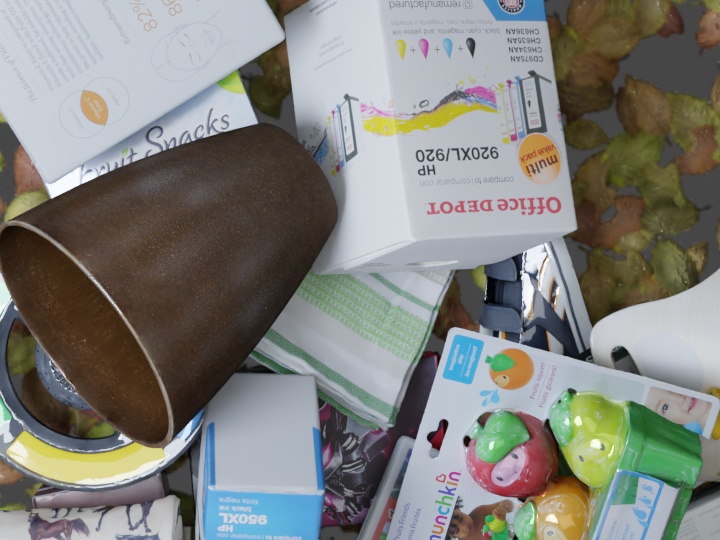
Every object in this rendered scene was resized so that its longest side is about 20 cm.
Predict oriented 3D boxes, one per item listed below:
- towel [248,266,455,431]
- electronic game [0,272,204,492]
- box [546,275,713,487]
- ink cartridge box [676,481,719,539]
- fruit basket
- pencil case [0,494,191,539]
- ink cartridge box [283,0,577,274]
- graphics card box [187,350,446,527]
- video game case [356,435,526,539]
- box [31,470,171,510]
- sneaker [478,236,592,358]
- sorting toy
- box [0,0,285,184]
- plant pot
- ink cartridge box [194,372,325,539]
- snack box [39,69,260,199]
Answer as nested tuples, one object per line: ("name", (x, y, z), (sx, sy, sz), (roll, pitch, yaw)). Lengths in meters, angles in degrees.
("towel", (0.000, 0.000, 1.718), (0.149, 0.031, 0.201), (33, 67, -21))
("electronic game", (-0.199, 0.063, 1.695), (0.199, 0.042, 0.201), (0, 95, 1))
("box", (0.215, 0.111, 1.748), (0.200, 0.036, 0.145), (-30, 120, -7))
("ink cartridge box", (0.267, 0.279, 1.791), (0.160, 0.047, 0.201), (-24, 96, -2))
("fruit basket", (0.135, 0.147, 1.642), (0.199, 0.094, 0.186), (13, 115, -8))
("pencil case", (-0.222, 0.206, 1.671), (0.199, 0.089, 0.078), (-3, 101, -4))
("ink cartridge box", (0.049, -0.107, 1.673), (0.147, 0.145, 0.201), (-4, 82, -29))
("graphics card box", (-0.033, 0.133, 1.764), (0.199, 0.051, 0.126), (-5, 93, -2))
("video game case", (0.084, 0.245, 1.700), (0.199, 0.023, 0.183), (25, 77, -6))
("box", (-0.179, 0.253, 1.751), (0.100, 0.075, 0.201), (-10, 95, -2))
("sneaker", (0.125, 0.023, 1.753), (0.079, 0.078, 0.201), (-20, 95, -8))
("sorting toy", (0.257, 0.090, 1.693), (0.179, 0.107, 0.201), (-3, 116, 1))
("box", (-0.181, -0.186, 1.628), (0.200, 0.106, 0.153), (-31, 116, -2))
("plant pot", (-0.118, -0.010, 1.609), (0.200, 0.187, 0.187), (-38, 94, -25))
("ink cartridge box", (-0.076, 0.195, 1.654), (0.084, 0.145, 0.201), (2, 121, -6))
("snack box", (-0.145, -0.062, 1.741), (0.168, 0.068, 0.201), (-23, 92, -1))
